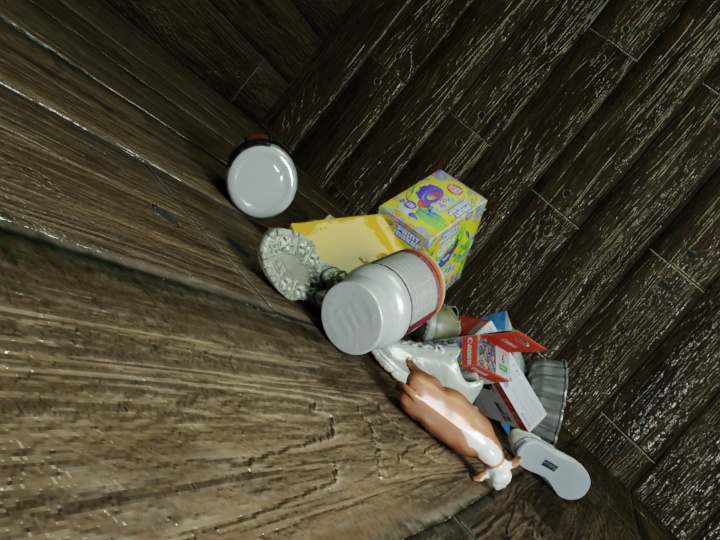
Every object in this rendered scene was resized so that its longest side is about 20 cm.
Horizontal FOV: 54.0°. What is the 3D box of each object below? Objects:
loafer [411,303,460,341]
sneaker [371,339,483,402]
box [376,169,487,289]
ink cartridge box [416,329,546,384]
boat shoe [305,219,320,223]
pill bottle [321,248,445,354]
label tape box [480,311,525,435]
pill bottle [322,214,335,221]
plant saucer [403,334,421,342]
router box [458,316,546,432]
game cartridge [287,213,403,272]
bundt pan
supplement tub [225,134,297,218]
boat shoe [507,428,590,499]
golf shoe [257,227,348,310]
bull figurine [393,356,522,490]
[{"bbox_3d":[0.129,0.089,1.200,0.067,0.078,0.200,12,8,-3],"label":"loafer"},{"bbox_3d":[0.094,0.130,1.031,0.199,0.092,0.076,41,7,-9],"label":"sneaker"},{"bbox_3d":[0.118,-0.049,1.332,0.121,0.196,0.198,35,44,23],"label":"box"},{"bbox_3d":[0.180,0.141,1.100,0.196,0.052,0.108,-12,-28,38],"label":"ink cartridge box"},{"bbox_3d":[-0.037,-0.007,1.303,0.201,0.070,0.064,51,7,3],"label":"boat shoe"},{"bbox_3d":[0.033,0.040,0.948,0.109,0.111,0.199,42,27,14],"label":"pill bottle"},{"bbox_3d":[0.295,0.209,1.426,0.204,0.065,0.144,65,23,-19],"label":"label tape box"},{"bbox_3d":[0.000,0.000,1.210,0.198,0.113,0.112,38,5,1],"label":"pill bottle"},{"bbox_3d":[0.108,0.152,1.272,0.200,0.037,0.201,43,6,-6],"label":"plant saucer"},{"bbox_3d":[0.220,0.178,1.260,0.203,0.048,0.179,57,-17,-11],"label":"router box"},{"bbox_3d":[-0.001,-0.007,1.105,0.196,0.033,0.179,-9,58,-40],"label":"game cartridge"},{"bbox_3d":[0.365,0.274,1.450,0.073,0.208,0.202,13,2,8],"label":"bundt pan"},{"bbox_3d":[-0.175,-0.170,1.234,0.122,0.123,0.200,40,6,-17],"label":"supplement tub"},{"bbox_3d":[0.343,0.350,1.295,0.198,0.072,0.070,33,11,-24],"label":"boat shoe"},{"bbox_3d":[-0.093,-0.003,0.934,0.096,0.080,0.200,24,-11,33],"label":"golf shoe"},{"bbox_3d":[0.119,0.192,0.899,0.200,0.065,0.121,44,1,-12],"label":"bull figurine"}]
